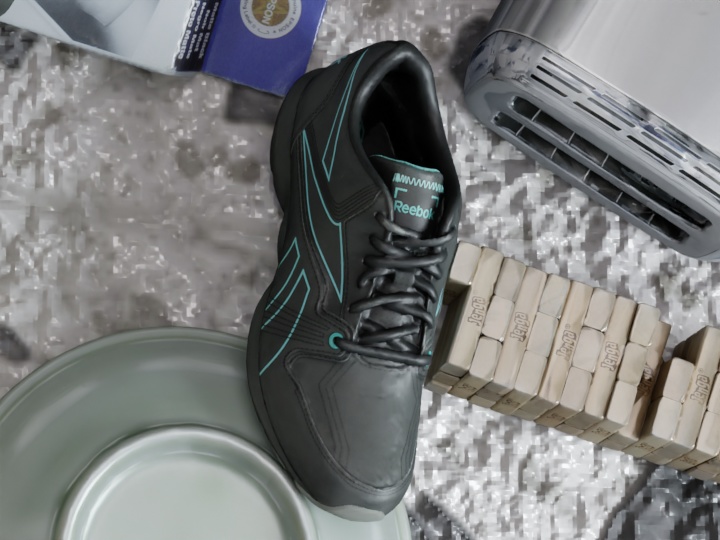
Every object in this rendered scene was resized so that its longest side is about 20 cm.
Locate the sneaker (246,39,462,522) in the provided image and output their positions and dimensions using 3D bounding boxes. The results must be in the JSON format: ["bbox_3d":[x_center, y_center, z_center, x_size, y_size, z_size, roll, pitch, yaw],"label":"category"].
[{"bbox_3d":[0.000,0.000,1.220,0.075,0.079,0.201,9,67,-29],"label":"sneaker"}]

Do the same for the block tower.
[{"bbox_3d":[0.122,0.048,1.266,0.199,0.054,0.058,20,76,-6],"label":"block tower"}]

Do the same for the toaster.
[{"bbox_3d":[0.132,-0.095,1.265,0.200,0.114,0.130,33,78,-5],"label":"toaster"}]

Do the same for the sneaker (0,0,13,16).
[{"bbox_3d":[-0.186,-0.199,1.170,0.104,0.060,0.201,-3,96,-26],"label":"sneaker"}]

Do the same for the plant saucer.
[{"bbox_3d":[-0.072,0.118,1.219,0.199,0.050,0.201,2,79,-11],"label":"plant saucer"}]

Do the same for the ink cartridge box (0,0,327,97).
[{"bbox_3d":[-0.091,-0.188,1.242,0.199,0.041,0.201,16,99,-7],"label":"ink cartridge box"}]
